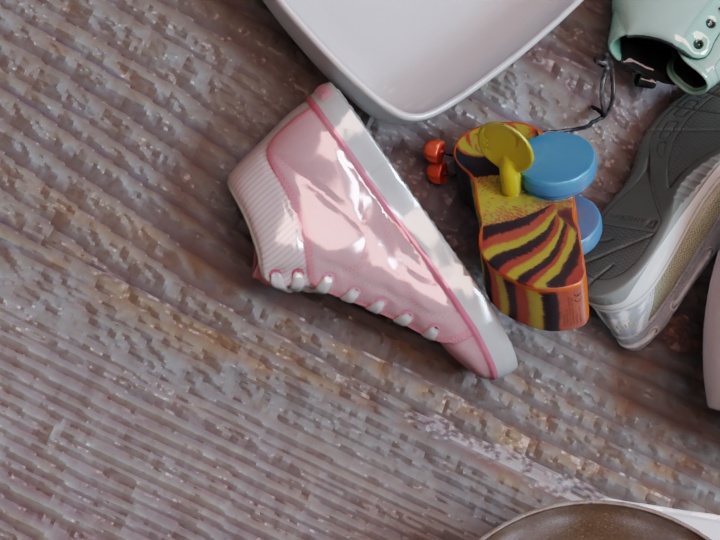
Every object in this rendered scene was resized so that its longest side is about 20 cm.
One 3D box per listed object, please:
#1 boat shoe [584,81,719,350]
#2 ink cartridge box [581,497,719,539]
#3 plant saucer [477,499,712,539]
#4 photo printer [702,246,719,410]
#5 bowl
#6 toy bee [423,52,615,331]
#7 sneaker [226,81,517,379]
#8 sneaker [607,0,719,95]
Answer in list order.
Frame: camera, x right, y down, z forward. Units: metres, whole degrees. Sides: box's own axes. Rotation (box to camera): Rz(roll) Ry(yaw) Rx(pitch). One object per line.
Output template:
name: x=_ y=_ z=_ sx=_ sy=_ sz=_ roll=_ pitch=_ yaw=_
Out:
boat shoe: x=0.203 y=-0.044 z=1.487 sx=0.202 sy=0.074 sz=0.065 roll=-54 pitch=131 yaw=-22
ink cartridge box: x=0.180 y=0.242 z=1.371 sx=0.145 sy=0.084 sz=0.200 roll=9 pitch=64 yaw=0
plant saucer: x=0.128 y=0.222 z=1.313 sx=0.200 sy=0.032 sz=0.200 roll=1 pitch=63 yaw=-2
photo printer: x=0.300 y=0.026 z=1.409 sx=0.200 sy=0.069 sz=0.167 roll=14 pitch=90 yaw=8
bowl: x=0.024 y=-0.198 z=1.465 sx=0.200 sy=0.075 sz=0.200 roll=-40 pitch=91 yaw=-20
toy bee: x=0.089 y=-0.042 z=1.443 sx=0.109 sy=0.200 sz=0.131 roll=0 pitch=114 yaw=12
sneaker: x=0.000 y=0.000 z=1.419 sx=0.105 sy=0.075 sz=0.200 roll=-36 pitch=100 yaw=-1
sneaker: x=0.248 y=-0.147 z=1.495 sx=0.200 sy=0.074 sz=0.118 roll=11 pitch=63 yaw=9
